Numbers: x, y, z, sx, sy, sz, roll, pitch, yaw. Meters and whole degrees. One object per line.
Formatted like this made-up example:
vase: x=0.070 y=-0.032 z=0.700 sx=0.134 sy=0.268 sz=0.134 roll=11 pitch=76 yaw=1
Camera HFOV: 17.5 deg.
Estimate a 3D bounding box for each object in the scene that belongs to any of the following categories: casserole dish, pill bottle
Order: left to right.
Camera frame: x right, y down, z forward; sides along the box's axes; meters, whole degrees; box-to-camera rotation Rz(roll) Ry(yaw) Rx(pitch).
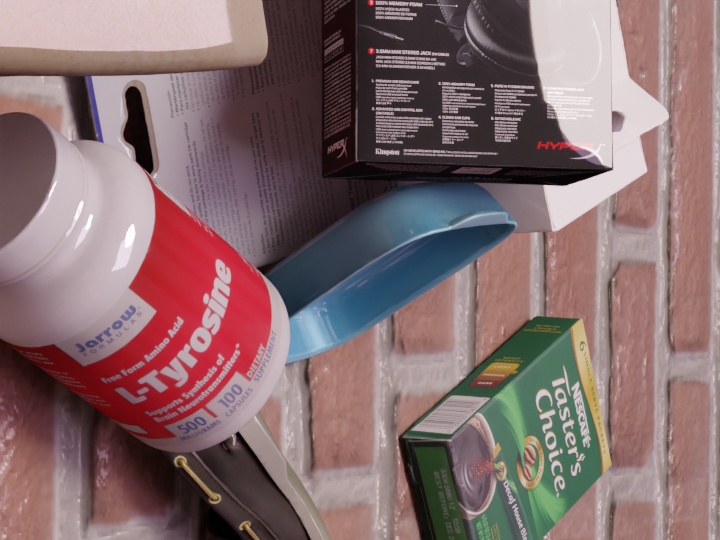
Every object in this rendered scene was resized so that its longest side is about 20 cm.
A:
pill bottle: x=-0.130 y=0.005 z=1.200 sx=0.200 sy=0.112 sz=0.113 roll=42 pitch=55 yaw=-48
casserole dish: x=0.000 y=0.000 z=1.350 sx=0.121 sy=0.200 sz=0.039 roll=-9 pitch=70 yaw=-51

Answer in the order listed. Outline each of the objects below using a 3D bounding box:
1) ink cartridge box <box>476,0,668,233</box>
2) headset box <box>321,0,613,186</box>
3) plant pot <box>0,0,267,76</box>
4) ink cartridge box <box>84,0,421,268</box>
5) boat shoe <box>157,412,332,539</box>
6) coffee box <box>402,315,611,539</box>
ink cartridge box: x=0.075 y=-0.099 z=1.431 sx=0.128 sy=0.199 sz=0.126 roll=-32 pitch=115 yaw=-51
headset box: x=0.057 y=-0.151 z=1.279 sx=0.148 sy=0.077 sz=0.202 roll=0 pitch=84 yaw=-17
plant pot: x=-0.185 y=-0.175 z=1.067 sx=0.176 sy=0.199 sz=0.201 roll=-19 pitch=106 yaw=-42
ink cartridge box: x=-0.066 y=-0.101 z=1.322 sx=0.199 sy=0.043 sz=0.198 roll=-17 pitch=111 yaw=-24
boat shoe: x=-0.064 y=0.132 z=1.350 sx=0.072 sy=0.060 sz=0.202 roll=59 pitch=-3 yaw=44
coffee box: x=0.105 y=0.125 z=1.616 sx=0.200 sy=0.044 sz=0.124 roll=-36 pitch=119 yaw=-51
